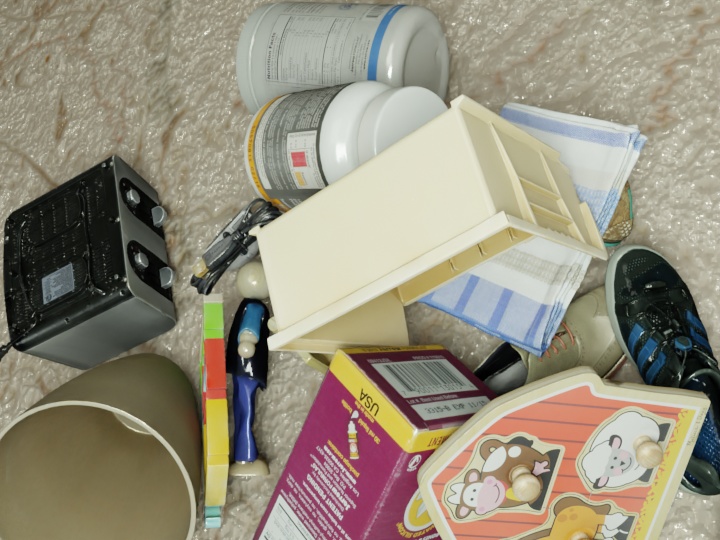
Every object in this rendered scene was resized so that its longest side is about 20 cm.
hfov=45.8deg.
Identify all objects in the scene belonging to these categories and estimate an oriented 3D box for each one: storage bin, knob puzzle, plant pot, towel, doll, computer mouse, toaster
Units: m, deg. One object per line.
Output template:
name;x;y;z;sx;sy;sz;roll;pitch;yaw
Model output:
storage bin;0.054;-0.016;0.638;0.198;0.197;0.096;-29;68;29
knob puzzle;0.137;0.161;0.608;0.218;0.221;0.031;-34;25;10
plant pot;-0.225;0.162;0.808;0.185;0.189;0.201;-31;16;12
towel;0.139;-0.043;0.723;0.145;0.024;0.203;23;87;42
doll;-0.110;0.093;0.836;0.047;0.136;0.205;2;83;-10
computer mouse;-0.124;-0.028;0.875;0.044;0.200;0.110;42;91;-9
toaster;-0.311;0.001;0.966;0.197;0.119;0.184;-25;61;15

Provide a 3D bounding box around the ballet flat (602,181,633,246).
ballet flat;0.160;-0.084;0.788;0.197;0.070;0.067;20;118;24

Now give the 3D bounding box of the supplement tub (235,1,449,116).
supplement tub;-0.017;-0.211;0.893;0.196;0.132;0.135;11;75;30

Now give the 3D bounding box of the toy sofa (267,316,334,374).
toy sofa;0.000;0.000;0.831;0.200;0.083;0.098;-48;58;2

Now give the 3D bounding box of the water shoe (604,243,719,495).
water shoe;0.252;0.069;0.660;0.070;0.079;0.204;-14;77;-7

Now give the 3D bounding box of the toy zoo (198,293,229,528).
toy zoo;-0.141;0.144;0.816;0.020;0.132;0.204;0;57;-13

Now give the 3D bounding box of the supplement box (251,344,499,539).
supplement box;0.016;0.171;0.684;0.103;0.129;0.203;40;117;37

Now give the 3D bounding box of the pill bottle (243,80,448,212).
pill bottle;-0.012;-0.108;0.766;0.198;0.115;0.119;8;72;53

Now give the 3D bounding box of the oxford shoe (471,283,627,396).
oxford shoe;0.164;0.072;0.723;0.199;0.075;0.071;-42;56;6
